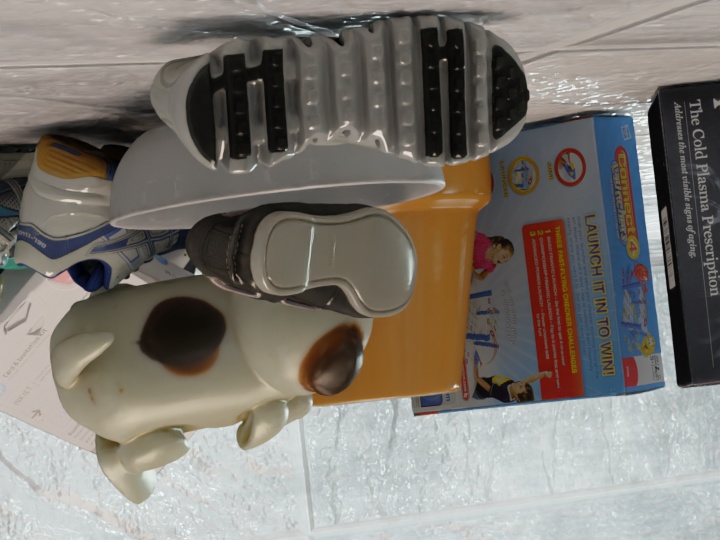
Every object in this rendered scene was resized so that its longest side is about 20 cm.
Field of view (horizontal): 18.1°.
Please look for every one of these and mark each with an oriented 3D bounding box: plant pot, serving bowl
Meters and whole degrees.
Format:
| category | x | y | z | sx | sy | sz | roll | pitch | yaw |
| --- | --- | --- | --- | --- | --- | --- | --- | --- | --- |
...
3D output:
| category | x | y | z | sx | sy | sz | roll | pitch | yaw |
| --- | --- | --- | --- | --- | --- | --- | --- | --- | --- |
| plant pot | 0.000 | 0.000 | 1.585 | 0.198 | 0.185 | 0.200 | -6 | 177 | 0 |
| serving bowl | -0.051 | -0.069 | 1.327 | 0.198 | 0.066 | 0.200 | -6 | 177 | 0 |

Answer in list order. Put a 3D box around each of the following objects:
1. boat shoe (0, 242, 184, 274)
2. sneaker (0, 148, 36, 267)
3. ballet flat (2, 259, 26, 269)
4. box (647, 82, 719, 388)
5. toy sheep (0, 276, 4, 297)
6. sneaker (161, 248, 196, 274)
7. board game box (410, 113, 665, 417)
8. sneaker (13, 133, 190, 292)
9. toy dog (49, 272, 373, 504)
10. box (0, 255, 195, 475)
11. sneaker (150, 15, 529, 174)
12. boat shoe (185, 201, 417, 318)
| category | x | y | z | sx | sy | sz | roll | pitch | yaw |
| --- | --- | --- | --- | --- | --- | --- | --- | --- | --- |
| boat shoe | -0.192 | -0.038 | 1.661 | 0.199 | 0.085 | 0.069 | -23 | 167 | 6 |
| sneaker | -0.245 | -0.031 | 1.423 | 0.077 | 0.087 | 0.199 | -7 | 177 | 32 |
| ballet flat | -0.262 | -0.034 | 1.575 | 0.070 | 0.068 | 0.199 | 15 | 162 | -39 |
| box | 0.297 | -0.029 | 1.526 | 0.181 | 0.202 | 0.104 | -7 | 176 | 2 |
| toy sheep | -0.332 | 0.001 | 1.467 | 0.198 | 0.139 | 0.138 | 12 | 177 | 1 |
| sneaker | -0.143 | 0.021 | 1.784 | 0.130 | 0.199 | 0.079 | -44 | -171 | 0 |
| board game box | 0.118 | -0.001 | 1.661 | 0.195 | 0.202 | 0.056 | -8 | 178 | 39 |
| sneaker | -0.157 | -0.031 | 1.436 | 0.075 | 0.089 | 0.200 | 25 | -173 | 28 |
| toy dog | -0.088 | 0.039 | 1.443 | 0.199 | 0.140 | 0.194 | -17 | 152 | 11 |
| box | -0.185 | 0.057 | 1.655 | 0.199 | 0.041 | 0.156 | 28 | 113 | -36 |
| sneaker | -0.009 | -0.090 | 1.114 | 0.199 | 0.076 | 0.081 | -2 | -171 | -27 |
| boat shoe | -0.030 | -0.010 | 1.324 | 0.057 | 0.067 | 0.200 | 10 | 180 | 28 |
